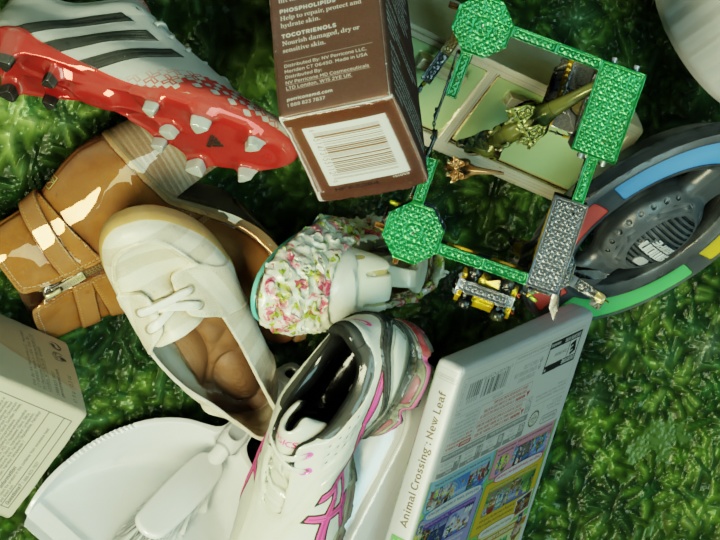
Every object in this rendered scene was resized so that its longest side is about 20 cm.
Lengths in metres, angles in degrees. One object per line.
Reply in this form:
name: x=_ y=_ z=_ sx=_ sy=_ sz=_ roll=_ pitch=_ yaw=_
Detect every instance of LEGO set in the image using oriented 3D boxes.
LEGO set: x=0.096 y=-0.074 z=1.649 sx=0.153 sy=0.116 sz=0.202 roll=11 pitch=95 yaw=2

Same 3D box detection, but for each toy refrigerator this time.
toy refrigerator: x=0.080 y=-0.113 z=1.716 sx=0.199 sy=0.070 sz=0.076 roll=22 pitch=120 yaw=-31

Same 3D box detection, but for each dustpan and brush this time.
dustpan and brush: x=-0.102 y=0.130 z=1.703 sx=0.139 sy=0.057 sz=0.200 roll=39 pitch=49 yaw=6

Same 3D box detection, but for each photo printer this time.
photo printer: x=0.008 y=0.157 z=1.739 sx=0.201 sy=0.069 sz=0.166 roll=-63 pitch=154 yaw=2

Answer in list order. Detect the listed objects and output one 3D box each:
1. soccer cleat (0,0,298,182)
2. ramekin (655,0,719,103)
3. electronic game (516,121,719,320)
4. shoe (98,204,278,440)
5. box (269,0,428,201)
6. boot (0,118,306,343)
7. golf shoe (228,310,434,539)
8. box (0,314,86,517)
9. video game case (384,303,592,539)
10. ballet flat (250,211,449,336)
soccer cleat: x=-0.124 y=-0.119 z=1.578 sx=0.199 sy=0.069 sz=0.086 roll=19 pitch=61 yaw=3
ramekin: x=0.280 y=-0.185 z=1.753 sx=0.201 sy=0.094 sz=0.204 roll=20 pitch=54 yaw=-31
electronic game: x=0.194 y=-0.030 z=1.777 sx=0.199 sy=0.042 sz=0.200 roll=-23 pitch=154 yaw=-12
shoe: x=-0.096 y=0.034 z=1.618 sx=0.070 sy=0.054 sz=0.200 roll=-27 pitch=136 yaw=7
box: x=-0.012 y=-0.154 z=1.583 sx=0.074 sy=0.201 sz=0.100 roll=-10 pitch=149 yaw=10
boot: x=-0.131 y=0.004 z=1.656 sx=0.155 sy=0.077 sz=0.200 roll=-36 pitch=129 yaw=-6
golf shoe: x=-0.037 y=0.111 z=1.624 sx=0.092 sy=0.072 sz=0.201 roll=15 pitch=105 yaw=-57
box: x=-0.273 y=0.061 z=1.580 sx=0.199 sy=0.078 sz=0.095 roll=28 pitch=112 yaw=-31
video game case: x=0.078 y=0.123 z=1.728 sx=0.200 sy=0.022 sz=0.183 roll=-20 pitch=129 yaw=-60
ballet flat: x=0.000 y=0.000 z=1.667 sx=0.200 sy=0.063 sz=0.076 roll=-25 pitch=123 yaw=-64
